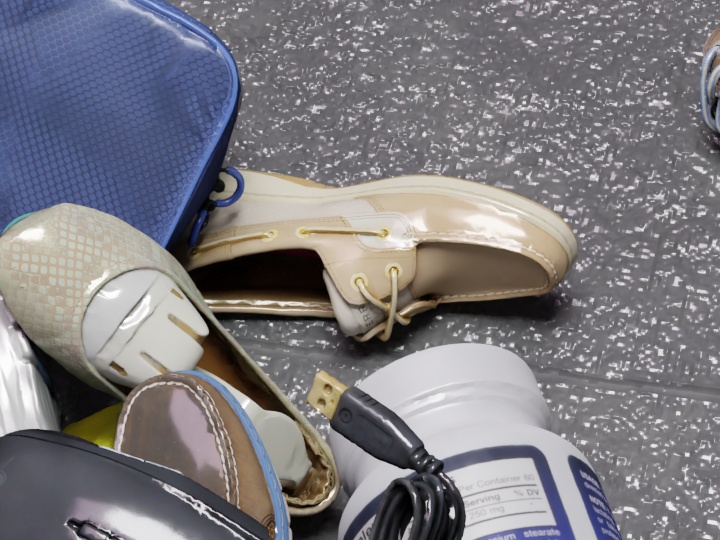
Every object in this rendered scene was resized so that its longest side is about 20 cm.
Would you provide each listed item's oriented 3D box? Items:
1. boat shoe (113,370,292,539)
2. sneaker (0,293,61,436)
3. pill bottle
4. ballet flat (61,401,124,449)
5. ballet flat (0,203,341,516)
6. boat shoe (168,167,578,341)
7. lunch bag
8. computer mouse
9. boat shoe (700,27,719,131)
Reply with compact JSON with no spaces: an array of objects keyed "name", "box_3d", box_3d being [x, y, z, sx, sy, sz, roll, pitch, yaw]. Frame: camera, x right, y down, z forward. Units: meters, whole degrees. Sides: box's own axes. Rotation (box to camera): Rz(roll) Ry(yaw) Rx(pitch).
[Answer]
[{"name":"boat shoe","box_3d":[-0.067,0.126,1.008,0.072,0.072,0.200,-15,66,12]},{"name":"sneaker","box_3d":[-0.165,0.071,1.093,0.087,0.075,0.200,-22,51,-3]},{"name":"pill bottle","box_3d":[0.056,0.135,1.067,0.116,0.116,0.200,-14,52,-5]},{"name":"ballet flat","box_3d":[-0.135,0.139,1.127,0.067,0.067,0.200,-4,46,31]},{"name":"ballet flat","box_3d":[-0.073,0.040,1.105,0.062,0.200,0.067,21,72,50]},{"name":"boat shoe","box_3d":[0.000,0.000,1.210,0.200,0.074,0.069,3,55,21]},{"name":"lunch bag","box_3d":[-0.143,-0.076,1.168,0.200,0.132,0.136,29,94,-7]},{"name":"computer mouse","box_3d":[-0.062,0.086,0.956,0.200,0.046,0.140,28,78,28]},{"name":"boat shoe","box_3d":[0.202,-0.088,1.249,0.072,0.072,0.200,8,43,19]}]
